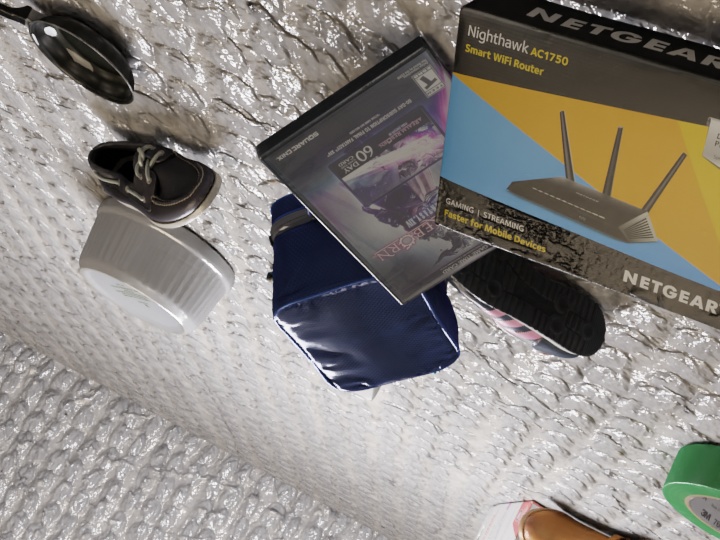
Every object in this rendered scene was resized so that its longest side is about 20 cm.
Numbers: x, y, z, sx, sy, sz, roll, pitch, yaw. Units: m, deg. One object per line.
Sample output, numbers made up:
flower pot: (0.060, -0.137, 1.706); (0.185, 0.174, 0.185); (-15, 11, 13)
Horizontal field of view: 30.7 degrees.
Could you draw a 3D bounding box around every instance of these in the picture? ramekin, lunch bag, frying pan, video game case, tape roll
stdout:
ramekin: (-0.266, 0.002, 1.668); (0.201, 0.095, 0.203); (26, 163, 9)
lunch bag: (0.000, 0.000, 1.153); (0.135, 0.133, 0.200); (-15, 145, 14)
frying pan: (-0.284, -0.211, 1.208); (0.189, 0.031, 0.115); (29, 163, 14)
video game case: (0.037, -0.066, 0.969); (0.200, 0.142, 0.019); (45, -160, -40)
tape roll: (0.415, 0.249, 1.359); (0.199, 0.048, 0.201); (27, 162, 9)

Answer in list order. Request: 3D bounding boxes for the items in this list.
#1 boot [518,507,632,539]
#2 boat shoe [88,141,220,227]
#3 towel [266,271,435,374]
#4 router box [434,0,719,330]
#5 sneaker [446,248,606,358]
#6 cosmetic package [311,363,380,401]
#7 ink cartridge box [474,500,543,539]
boot: (0.335, 0.391, 1.847); (0.199, 0.074, 0.154); (23, 167, -23)
boat shoe: (-0.216, -0.095, 1.338); (0.063, 0.073, 0.199); (41, 164, -36)
towel: (-0.008, 0.062, 1.552); (0.200, 0.022, 0.146); (38, 160, -25)
router box: (0.147, -0.068, 0.775); (0.199, 0.051, 0.150); (21, 126, 24)
sneaker: (0.118, 0.017, 1.144); (0.199, 0.071, 0.082); (38, 158, -20)
cosmetic package: (0.006, 0.051, 1.356); (0.084, 0.108, 0.200); (27, 161, 7)
ink cartridge box: (0.233, 0.425, 2.023); (0.067, 0.117, 0.200); (30, 164, -6)
